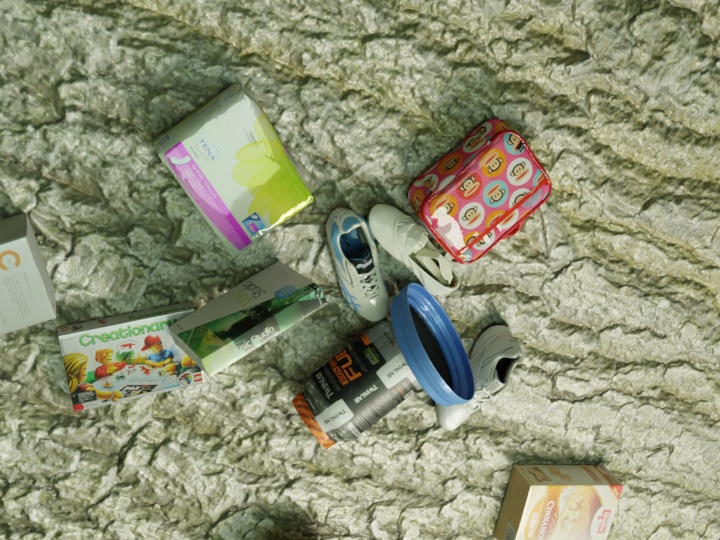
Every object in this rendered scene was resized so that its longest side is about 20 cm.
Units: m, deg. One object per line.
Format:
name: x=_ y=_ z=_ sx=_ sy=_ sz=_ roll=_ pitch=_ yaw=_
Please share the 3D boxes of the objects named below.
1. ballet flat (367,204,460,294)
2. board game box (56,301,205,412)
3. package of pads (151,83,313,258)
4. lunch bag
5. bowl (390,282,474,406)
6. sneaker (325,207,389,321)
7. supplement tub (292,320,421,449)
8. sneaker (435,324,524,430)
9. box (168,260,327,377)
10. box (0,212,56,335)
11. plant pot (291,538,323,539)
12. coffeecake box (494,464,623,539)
ballet flat: x=0.090 y=-0.034 z=1.549 sx=0.069 sy=0.070 sz=0.200 roll=-42 pitch=123 yaw=2
board game box: x=-0.336 y=0.126 z=1.495 sx=0.198 sy=0.035 sz=0.128 roll=-12 pitch=115 yaw=-15
package of pads: x=-0.173 y=-0.141 z=1.417 sx=0.154 sy=0.068 sz=0.201 roll=-35 pitch=120 yaw=-2
lunch bag: x=0.189 y=-0.111 z=1.555 sx=0.200 sy=0.082 sz=0.176 roll=-41 pitch=123 yaw=3
bowl: x=0.110 y=0.117 z=1.560 sx=0.039 sy=0.202 sz=0.201 roll=-29 pitch=121 yaw=19
sneaker: x=0.000 y=0.000 z=1.538 sx=0.071 sy=0.073 sz=0.202 roll=-26 pitch=120 yaw=-9
supplement tub: x=-0.001 y=0.181 z=1.587 sx=0.199 sy=0.123 sz=0.123 roll=-37 pitch=119 yaw=-1
sneaker: x=0.195 y=0.186 z=1.678 sx=0.074 sy=0.087 sz=0.201 roll=27 pitch=103 yaw=-29
box: x=-0.163 y=0.065 z=1.445 sx=0.199 sy=0.144 sz=0.037 roll=-33 pitch=118 yaw=-18
box: x=-0.523 y=0.021 z=1.349 sx=0.198 sy=0.098 sz=0.126 roll=-17 pitch=117 yaw=-11
plant pot: x=-0.107 y=0.525 z=1.716 sx=0.198 sy=0.093 sz=0.203 roll=-8 pitch=116 yaw=-17
coffeecake box: x=0.363 y=0.440 z=1.855 sx=0.198 sy=0.073 sz=0.155 roll=4 pitch=110 yaw=-21
